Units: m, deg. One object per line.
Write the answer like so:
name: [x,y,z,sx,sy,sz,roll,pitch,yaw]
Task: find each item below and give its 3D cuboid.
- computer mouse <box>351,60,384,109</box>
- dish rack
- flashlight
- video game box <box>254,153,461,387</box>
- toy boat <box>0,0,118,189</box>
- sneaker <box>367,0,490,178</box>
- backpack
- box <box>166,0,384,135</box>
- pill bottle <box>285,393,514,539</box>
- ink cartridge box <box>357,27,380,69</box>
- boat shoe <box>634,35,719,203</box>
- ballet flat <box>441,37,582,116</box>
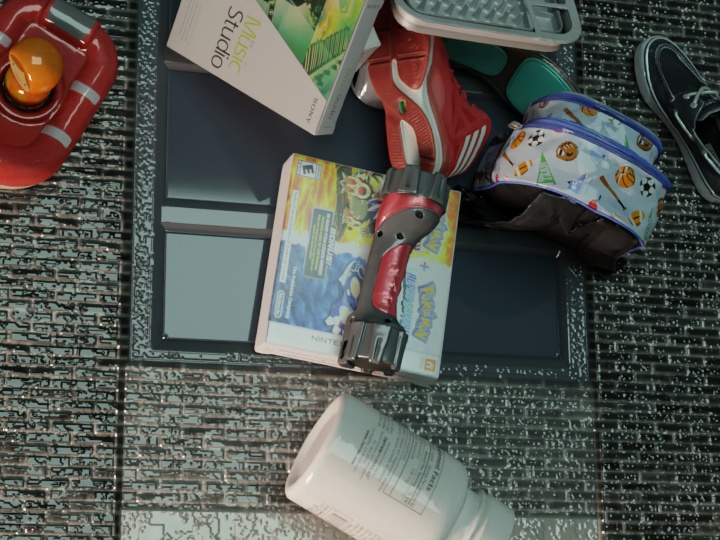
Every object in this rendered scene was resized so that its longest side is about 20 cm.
computer mouse: [0.034,-0.266,1.667,0.109,0.044,0.201,9,74,-16]
dish rack: [0.109,-0.283,1.579,0.199,0.044,0.172,6,52,-21]
flashlight: [0.036,0.001,1.542,0.068,0.068,0.201,18,71,-16]
video game box: [0.000,0.000,1.590,0.182,0.047,0.201,12,73,-17]
toy boat: [-0.309,-0.175,1.490,0.130,0.131,0.200,31,69,-7]
sneaker: [0.072,-0.189,1.633,0.115,0.078,0.201,-5,93,-54]
backpack: [0.219,-0.087,1.591,0.200,0.190,0.154,21,90,-10]
box: [-0.085,-0.238,1.536,0.200,0.145,0.036,32,23,23]
pill bottle: [0.039,0.213,1.510,0.200,0.114,0.115,32,69,-8]
ink cartridge box: [-0.045,-0.251,1.599,0.067,0.117,0.200,-19,85,-21]
boat shoe: [0.366,-0.170,1.733,0.072,0.068,0.200,-21,83,-21]
ballet flat: [0.159,-0.217,1.681,0.200,0.073,0.073,32,69,-7]
